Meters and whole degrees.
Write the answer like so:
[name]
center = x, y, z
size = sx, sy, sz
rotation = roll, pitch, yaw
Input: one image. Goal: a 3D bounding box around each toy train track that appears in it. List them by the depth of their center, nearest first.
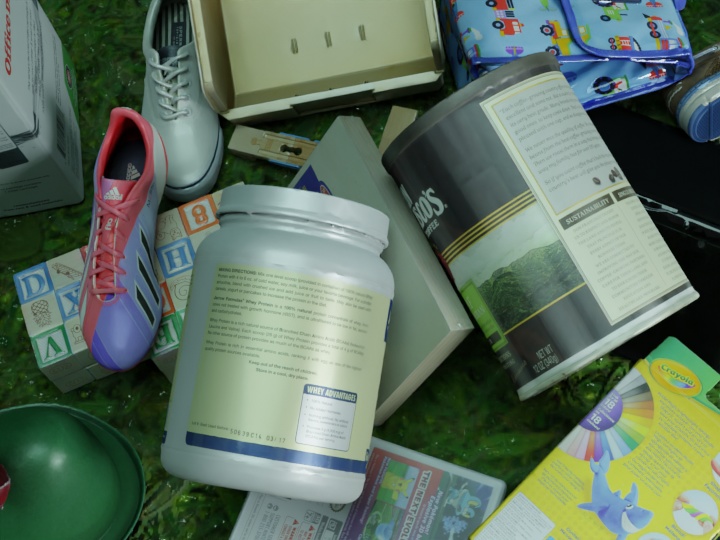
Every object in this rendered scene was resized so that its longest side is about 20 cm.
[toy train track]
center = -0.016, -0.085, 1.095
size = 0.198, 0.033, 0.116
rotation = 15, 75, 21

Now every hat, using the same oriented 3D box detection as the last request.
[hat]
center = -0.235, 0.110, 0.921
size = 0.199, 0.177, 0.165
rotation = 34, 52, 30

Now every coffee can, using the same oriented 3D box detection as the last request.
[coffee can]
center = 0.126, -0.030, 0.935
size = 0.146, 0.146, 0.201
rotation = -29, 81, -6

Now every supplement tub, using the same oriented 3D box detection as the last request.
[supplement tub]
center = -0.054, 0.052, 0.923
size = 0.144, 0.145, 0.202
rotation = 8, 83, 12

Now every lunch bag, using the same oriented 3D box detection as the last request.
[lunch bag]
center = 0.172, -0.203, 1.082
size = 0.198, 0.094, 0.152
rotation = -10, 52, -3

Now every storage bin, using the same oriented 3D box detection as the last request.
[storage bin]
center = -0.040, -0.239, 1.102
size = 0.198, 0.094, 0.201
rotation = -10, 85, 6

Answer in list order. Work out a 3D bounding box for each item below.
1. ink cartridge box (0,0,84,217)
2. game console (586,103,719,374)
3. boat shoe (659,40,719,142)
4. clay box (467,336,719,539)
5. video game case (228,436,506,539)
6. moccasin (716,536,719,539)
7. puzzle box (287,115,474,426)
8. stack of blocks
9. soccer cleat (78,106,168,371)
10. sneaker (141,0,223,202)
[ink cartridge box]
center = -0.297, -0.156, 1.071
size = 0.082, 0.200, 0.148
rotation = -10, 63, 3
[game console]
center = 0.223, -0.027, 1.039
size = 0.199, 0.116, 0.177
rotation = 23, 100, 18
[boat shoe]
center = 0.333, -0.181, 1.066
size = 0.199, 0.072, 0.073
rotation = -25, 55, -9
[clay box]
center = 0.180, 0.151, 0.875
size = 0.200, 0.048, 0.115
rotation = -42, 68, -13
[video game case]
center = -0.010, 0.218, 0.955
size = 0.181, 0.023, 0.201
rotation = 17, 67, 15
[moccasin]
center = 0.301, 0.154, 0.914
size = 0.198, 0.068, 0.081
rotation = -18, 64, 0
[puzzle box]
center = 0.000, 0.000, 1.003
size = 0.025, 0.133, 0.201
rotation = -3, 56, -39
[stack of blocks]
center = -0.160, 0.025, 1.045
size = 0.198, 0.059, 0.116
rotation = -22, 64, -3
[soccer cleat]
center = -0.182, -0.025, 0.996
size = 0.066, 0.077, 0.202
rotation = 0, 65, 8
[sneaker]
center = -0.160, -0.156, 1.123
size = 0.072, 0.071, 0.202
rotation = -11, 64, 3
